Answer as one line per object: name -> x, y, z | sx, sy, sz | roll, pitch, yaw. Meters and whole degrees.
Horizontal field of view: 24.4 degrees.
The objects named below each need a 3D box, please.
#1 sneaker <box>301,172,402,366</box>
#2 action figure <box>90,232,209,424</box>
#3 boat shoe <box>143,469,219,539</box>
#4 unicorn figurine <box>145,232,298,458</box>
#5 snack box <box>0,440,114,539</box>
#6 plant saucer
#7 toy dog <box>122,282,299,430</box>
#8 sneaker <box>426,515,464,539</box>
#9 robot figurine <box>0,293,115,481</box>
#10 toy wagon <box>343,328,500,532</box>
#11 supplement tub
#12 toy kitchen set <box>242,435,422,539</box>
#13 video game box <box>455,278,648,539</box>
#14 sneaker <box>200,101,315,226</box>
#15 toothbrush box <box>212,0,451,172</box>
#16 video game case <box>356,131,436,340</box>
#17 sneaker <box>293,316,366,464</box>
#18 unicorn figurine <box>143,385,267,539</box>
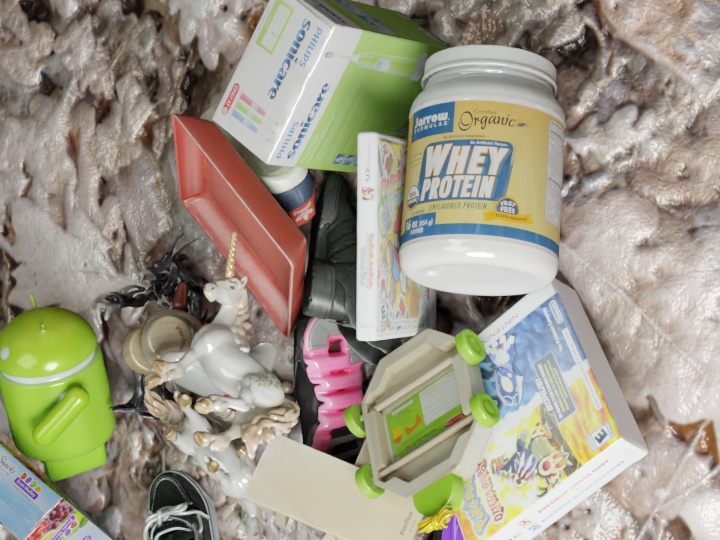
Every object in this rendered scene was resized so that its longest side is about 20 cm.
sneaker -> 0.001, -0.002, 1.644 | 0.060, 0.104, 0.200 | 115, 165, -54
action figure -> -0.221, 0.060, 1.782 | 0.119, 0.102, 0.201 | 13, 99, 47
boat shoe -> -0.192, 0.276, 1.738 | 0.073, 0.068, 0.200 | -29, 43, 10
unicorn figurine -> -0.131, 0.085, 1.590 | 0.200, 0.137, 0.074 | 56, 143, 10
snack box -> -0.355, 0.261, 1.817 | 0.168, 0.200, 0.068 | 34, 75, 30
plant saucer -> -0.116, -0.049, 1.671 | 0.037, 0.200, 0.200 | -34, 73, -16
toy dog -> -0.147, 0.084, 1.699 | 0.132, 0.200, 0.097 | 3, 63, 44
sneaker -> 0.117, 0.218, 1.556 | 0.100, 0.069, 0.200 | 48, 115, 28
robot figurine -> -0.336, 0.128, 1.827 | 0.175, 0.115, 0.201 | -133, 32, -57
toy wagon -> 0.060, 0.152, 1.513 | 0.155, 0.040, 0.200 | -35, 47, 29
supplement tub -> 0.111, -0.088, 1.503 | 0.144, 0.145, 0.201 | -6, 73, 35
toy kitchen set -> -0.032, 0.260, 1.629 | 0.163, 0.181, 0.200 | 22, 64, 7
video game box -> 0.146, 0.133, 1.497 | 0.182, 0.047, 0.200 | -43, 42, 24
sneaker -> -0.105, -0.108, 1.713 | 0.075, 0.085, 0.200 | -29, 38, -7
toothbrush box -> -0.022, -0.177, 1.578 | 0.086, 0.200, 0.146 | 39, 112, 29
video game case -> 0.036, -0.030, 1.538 | 0.023, 0.200, 0.183 | 0, 90, 18
sneaker -> -0.035, 0.137, 1.677 | 0.095, 0.079, 0.201 | 4, 96, 62
unicorn figurine -> -0.145, 0.203, 1.713 | 0.074, 0.137, 0.200 | -28, 66, -7
